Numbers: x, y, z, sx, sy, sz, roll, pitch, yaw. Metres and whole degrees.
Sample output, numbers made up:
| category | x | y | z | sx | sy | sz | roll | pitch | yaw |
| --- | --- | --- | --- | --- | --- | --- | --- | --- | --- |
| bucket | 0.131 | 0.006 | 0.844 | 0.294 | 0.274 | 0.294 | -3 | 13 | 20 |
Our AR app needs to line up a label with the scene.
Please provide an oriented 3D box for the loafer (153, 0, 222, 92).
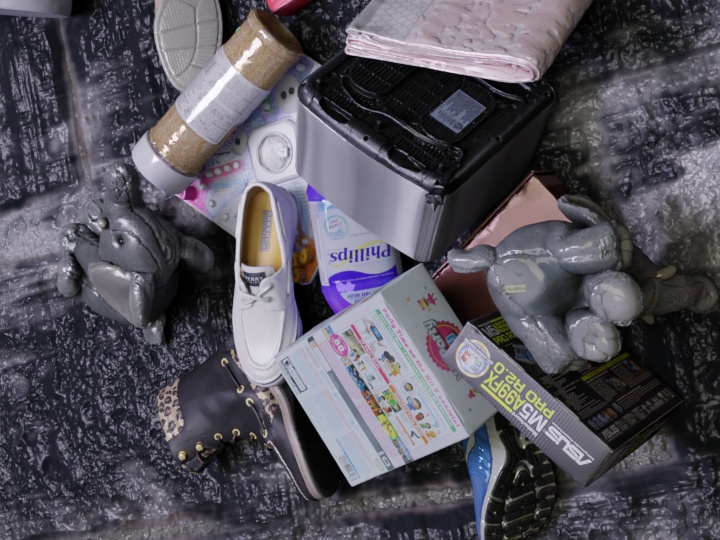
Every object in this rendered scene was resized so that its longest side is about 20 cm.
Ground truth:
| category | x | y | z | sx | sy | sz | roll | pitch | yaw |
| --- | --- | --- | --- | --- | --- | --- | --- | --- | --- |
| loafer | -0.183 | -0.283 | 1.482 | 0.071 | 0.063 | 0.202 | -8 | 92 | -7 |

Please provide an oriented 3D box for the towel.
| category | x | y | z | sx | sy | sz | roll | pitch | yaw |
| --- | --- | --- | --- | --- | --- | --- | --- | --- | --- |
| towel | 0.108 | -0.243 | 1.272 | 0.190 | 0.200 | 0.032 | 14 | 137 | 25 |

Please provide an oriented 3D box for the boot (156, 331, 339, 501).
| category | x | y | z | sx | sy | sz | roll | pitch | yaw |
| --- | --- | --- | --- | --- | --- | --- | --- | --- | --- |
| boot | -0.117 | 0.164 | 1.453 | 0.150 | 0.073 | 0.201 | -33 | 75 | 22 |

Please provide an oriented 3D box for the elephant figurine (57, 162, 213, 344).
| category | x | y | z | sx | sy | sz | roll | pitch | yaw |
| --- | --- | --- | --- | --- | --- | --- | --- | --- | --- |
| elephant figurine | -0.221 | -0.013 | 1.421 | 0.200 | 0.154 | 0.143 | -7 | 70 | 61 |

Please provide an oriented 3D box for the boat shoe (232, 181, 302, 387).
| category | x | y | z | sx | sy | sz | roll | pitch | yaw |
| --- | --- | --- | --- | --- | --- | --- | --- | --- | --- |
| boat shoe | -0.096 | 0.012 | 1.392 | 0.070 | 0.070 | 0.202 | 1 | 83 | 16 |

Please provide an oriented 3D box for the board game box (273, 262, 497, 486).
| category | x | y | z | sx | sy | sz | roll | pitch | yaw |
| --- | --- | --- | --- | --- | --- | --- | --- | --- | --- |
| board game box | 0.023 | 0.099 | 1.306 | 0.148 | 0.064 | 0.200 | 58 | 143 | -1 |

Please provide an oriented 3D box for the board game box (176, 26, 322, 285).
| category | x | y | z | sx | sy | sz | roll | pitch | yaw |
| --- | --- | --- | --- | --- | --- | --- | --- | --- | --- |
| board game box | -0.088 | -0.120 | 1.453 | 0.199 | 0.026 | 0.201 | 34 | 106 | 20 |

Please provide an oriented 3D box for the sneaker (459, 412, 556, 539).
| category | x | y | z | sx | sy | sz | roll | pitch | yaw |
| --- | --- | --- | --- | --- | --- | --- | --- | --- | --- |
| sneaker | 0.132 | 0.166 | 1.339 | 0.089 | 0.078 | 0.202 | -144 | 51 | -61 |

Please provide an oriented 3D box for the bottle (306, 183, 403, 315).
| category | x | y | z | sx | sy | sz | roll | pitch | yaw |
| --- | --- | --- | --- | --- | --- | --- | --- | --- | --- |
| bottle | 0.000 | 0.000 | 1.384 | 0.083 | 0.065 | 0.202 | -8 | 99 | -2 |

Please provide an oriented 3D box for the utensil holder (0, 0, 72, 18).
| category | x | y | z | sx | sy | sz | roll | pitch | yaw |
| --- | --- | --- | --- | --- | --- | --- | --- | --- | --- |
| utensil holder | -0.380 | -0.374 | 1.507 | 0.169 | 0.170 | 0.202 | 8 | 98 | 25 |

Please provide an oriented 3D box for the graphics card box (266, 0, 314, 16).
| category | x | y | z | sx | sy | sz | roll | pitch | yaw |
| --- | --- | --- | --- | --- | --- | --- | --- | --- | --- |
| graphics card box | -0.068 | -0.371 | 1.419 | 0.125 | 0.051 | 0.201 | -28 | 81 | 25 |

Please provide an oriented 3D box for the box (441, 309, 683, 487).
| category | x | y | z | sx | sy | sz | roll | pitch | yaw |
| --- | --- | --- | --- | --- | --- | --- | --- | --- | --- |
| box | 0.179 | 0.095 | 1.235 | 0.160 | 0.200 | 0.044 | 41 | 114 | 17 |

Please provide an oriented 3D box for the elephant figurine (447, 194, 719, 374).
| category | x | y | z | sx | sy | sz | roll | pitch | yaw |
| --- | --- | --- | --- | --- | --- | --- | --- | --- | --- |
| elephant figurine | 0.198 | 0.008 | 1.219 | 0.141 | 0.200 | 0.156 | -28 | 88 | 28 |

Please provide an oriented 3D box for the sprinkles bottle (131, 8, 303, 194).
| category | x | y | z | sx | sy | sz | roll | pitch | yaw |
| --- | --- | --- | --- | --- | --- | --- | --- | --- | --- |
| sprinkles bottle | -0.144 | -0.167 | 1.425 | 0.200 | 0.068 | 0.068 | -46 | 74 | 20 |

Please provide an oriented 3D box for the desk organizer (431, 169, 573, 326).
| category | x | y | z | sx | sy | sz | roll | pitch | yaw |
| --- | --- | --- | --- | --- | --- | --- | --- | --- | --- |
| desk organizer | 0.128 | 0.004 | 1.329 | 0.077 | 0.072 | 0.200 | 48 | 111 | 13 |

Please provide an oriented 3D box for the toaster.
| category | x | y | z | sx | sy | sz | roll | pitch | yaw |
| --- | --- | --- | --- | --- | --- | --- | --- | --- | --- |
| toaster | 0.049 | -0.125 | 1.295 | 0.180 | 0.200 | 0.119 | 35 | 146 | 19 |
